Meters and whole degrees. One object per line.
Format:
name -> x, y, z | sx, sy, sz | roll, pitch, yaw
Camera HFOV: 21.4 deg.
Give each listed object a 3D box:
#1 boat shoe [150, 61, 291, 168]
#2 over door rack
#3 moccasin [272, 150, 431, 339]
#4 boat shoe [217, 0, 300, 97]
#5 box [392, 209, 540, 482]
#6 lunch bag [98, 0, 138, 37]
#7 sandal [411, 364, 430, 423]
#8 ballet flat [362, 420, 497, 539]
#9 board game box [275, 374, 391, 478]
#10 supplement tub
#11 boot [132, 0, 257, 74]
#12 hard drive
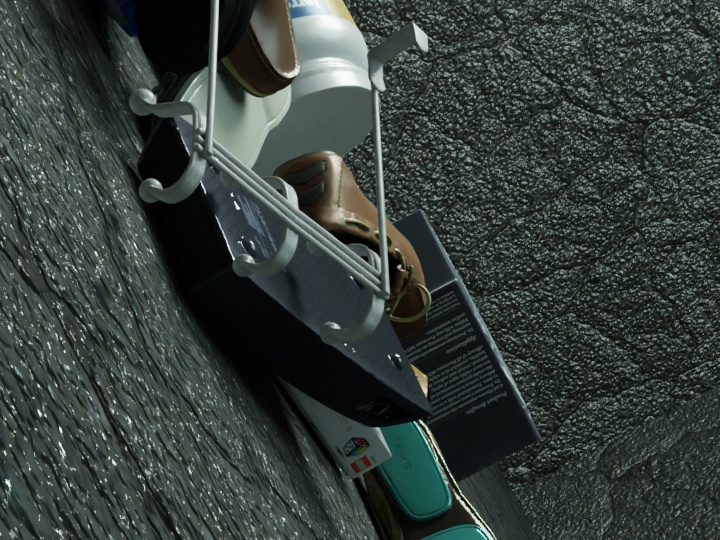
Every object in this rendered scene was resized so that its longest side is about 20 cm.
boat shoe -> -0.099, -0.100, 1.208 | 0.200, 0.062, 0.073 | -54, 132, -66
over door rack -> -0.041, -0.078, 0.971 | 0.148, 0.067, 0.200 | 39, 46, -37
moccasin -> 0.002, -0.001, 1.240 | 0.201, 0.074, 0.078 | 65, 8, -59
boat shoe -> -0.076, -0.205, 1.162 | 0.072, 0.067, 0.200 | -34, 107, -62
box -> 0.066, 0.076, 1.886 | 0.197, 0.124, 0.200 | 63, 2, -23
lunch bag -> -0.153, -0.257, 1.237 | 0.170, 0.127, 0.200 | 64, 18, -19
sandal -> 0.043, 0.123, 1.675 | 0.200, 0.055, 0.082 | 63, 3, 16
ballet flat -> 0.051, 0.180, 1.238 | 0.071, 0.071, 0.200 | 59, 4, -49
board game box -> -0.046, 0.023, 1.224 | 0.126, 0.035, 0.200 | 59, 4, -46
supplement tub -> -0.081, -0.180, 1.442 | 0.200, 0.145, 0.145 | 63, 3, 23
boot -> -0.048, -0.198, 1.096 | 0.162, 0.073, 0.199 | 12, 81, -55
hard drive -> -0.042, 0.007, 1.045 | 0.200, 0.042, 0.135 | 39, 19, -48
